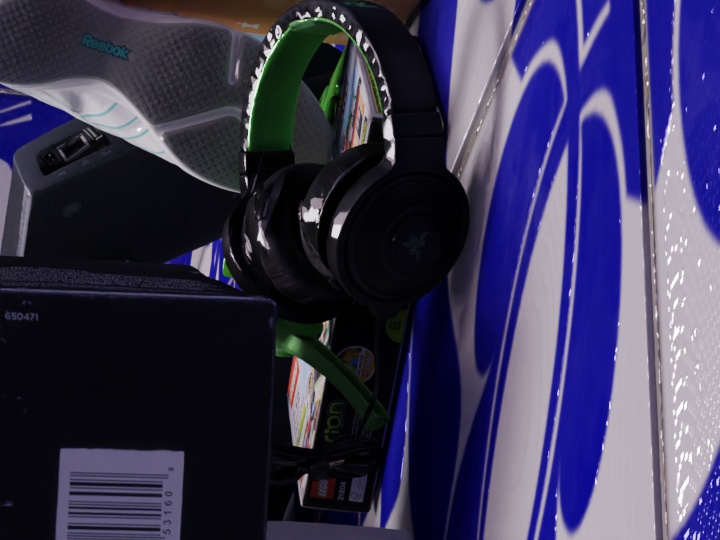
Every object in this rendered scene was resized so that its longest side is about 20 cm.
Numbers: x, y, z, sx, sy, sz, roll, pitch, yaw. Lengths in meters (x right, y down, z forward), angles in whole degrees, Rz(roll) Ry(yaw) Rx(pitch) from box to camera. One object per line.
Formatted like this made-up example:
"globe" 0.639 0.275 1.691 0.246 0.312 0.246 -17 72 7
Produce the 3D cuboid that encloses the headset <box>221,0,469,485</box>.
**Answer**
"headset" -0.018 -0.013 1.202 0.123 0.094 0.201 -11 84 56

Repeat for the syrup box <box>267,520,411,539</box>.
"syrup box" -0.027 0.213 1.229 0.079 0.081 0.201 -105 22 -61

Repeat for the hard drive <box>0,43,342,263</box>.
"hard drive" -0.102 -0.054 1.542 0.042 0.199 0.135 55 153 23

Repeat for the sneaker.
"sneaker" -0.105 -0.095 1.364 0.080 0.199 0.071 -153 88 -86

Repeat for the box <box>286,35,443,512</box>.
"box" 0.000 0.000 1.352 0.110 0.034 0.201 -102 20 -64

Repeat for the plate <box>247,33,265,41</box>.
"plate" -0.081 -0.129 1.512 0.200 0.199 0.026 -102 -5 -64

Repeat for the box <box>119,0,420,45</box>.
"box" -0.064 -0.185 1.358 0.152 0.199 0.107 130 145 -75

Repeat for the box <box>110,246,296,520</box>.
"box" -0.107 0.098 1.585 0.079 0.141 0.200 -50 -10 -31

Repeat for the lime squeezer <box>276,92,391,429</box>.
"lime squeezer" -0.032 -0.008 1.301 0.071 0.037 0.201 125 140 -55

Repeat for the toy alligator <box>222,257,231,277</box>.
"toy alligator" -0.063 -0.038 1.654 0.054 0.059 0.201 -23 -59 -79

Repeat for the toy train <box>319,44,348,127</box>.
"toy train" -0.014 -0.061 1.477 0.200 0.041 0.057 122 163 -70

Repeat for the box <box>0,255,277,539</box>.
"box" -0.114 0.100 1.188 0.198 0.122 0.201 -164 77 -78
